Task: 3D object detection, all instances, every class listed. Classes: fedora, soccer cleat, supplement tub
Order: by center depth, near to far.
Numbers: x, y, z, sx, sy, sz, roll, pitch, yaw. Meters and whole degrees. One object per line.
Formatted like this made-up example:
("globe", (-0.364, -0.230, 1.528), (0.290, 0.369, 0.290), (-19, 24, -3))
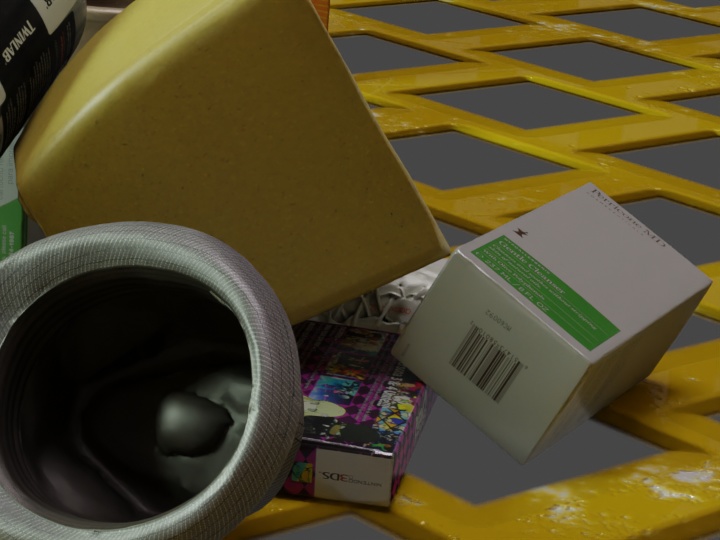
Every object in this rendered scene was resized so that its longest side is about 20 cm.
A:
("fedora", (-0.108, 0.071, 1.178), (0.199, 0.178, 0.090), (-4, -18, 24))
("supplement tub", (-0.251, -0.119, 1.396), (0.122, 0.123, 0.201), (8, 40, 14))
("soccer cleat", (0.021, 0.023, 1.476), (0.199, 0.070, 0.077), (-3, 22, -30))

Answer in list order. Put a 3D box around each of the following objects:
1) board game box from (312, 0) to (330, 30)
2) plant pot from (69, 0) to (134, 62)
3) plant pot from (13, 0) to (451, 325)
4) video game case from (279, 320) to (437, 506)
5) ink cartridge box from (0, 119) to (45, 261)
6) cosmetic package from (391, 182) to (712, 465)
("board game box", (-0.149, -0.301, 2.278), (0.198, 0.202, 0.200), (-1, 17, -19))
("plant pot", (-0.177, -0.124, 1.722), (0.198, 0.176, 0.200), (4, 17, -1))
("plant pot", (-0.092, -0.061, 1.377), (0.199, 0.196, 0.194), (-31, 18, 0))
("video game case", (-0.053, 0.073, 1.338), (0.180, 0.036, 0.200), (6, 17, 8))
("ink cartridge box", (-0.308, -0.068, 1.553), (0.198, 0.147, 0.084), (5, 17, 5))
("cosmetic package", (0.117, 0.027, 1.393), (0.107, 0.085, 0.200), (39, 29, 13))
